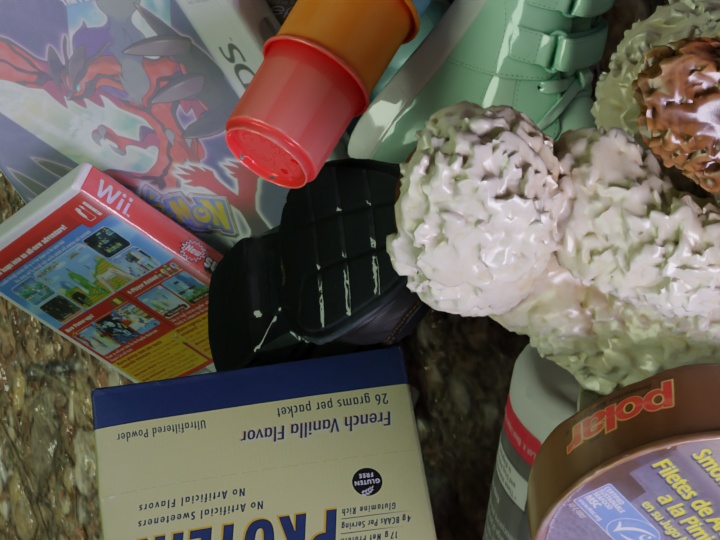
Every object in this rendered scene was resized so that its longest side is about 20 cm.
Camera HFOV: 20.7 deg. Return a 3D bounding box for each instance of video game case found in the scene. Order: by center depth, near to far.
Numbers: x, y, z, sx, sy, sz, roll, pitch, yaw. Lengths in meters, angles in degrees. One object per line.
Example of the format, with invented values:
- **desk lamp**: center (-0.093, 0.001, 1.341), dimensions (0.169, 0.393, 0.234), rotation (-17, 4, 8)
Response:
- **video game case**: center (-0.098, -0.067, 0.888), dimensions (0.199, 0.023, 0.183), rotation (-3, 133, 38)
- **video game case**: center (-0.086, 0.029, 0.969), dimensions (0.143, 0.199, 0.018), rotation (-26, 35, 54)

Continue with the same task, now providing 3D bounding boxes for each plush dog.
- **plush dog**: center (0.132, -0.030, 0.633), dimensions (0.161, 0.199, 0.172), rotation (54, 140, 10)

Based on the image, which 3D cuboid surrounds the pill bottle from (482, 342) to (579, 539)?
- **pill bottle**: center (0.097, 0.132, 0.769), dimensions (0.111, 0.110, 0.202), rotation (35, 124, 46)

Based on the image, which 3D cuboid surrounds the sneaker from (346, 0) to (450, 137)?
- **sneaker**: center (-0.007, -0.041, 0.915), dimensions (0.082, 0.073, 0.201), rotation (63, 142, 30)

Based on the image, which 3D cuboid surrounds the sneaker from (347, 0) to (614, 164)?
- **sneaker**: center (0.092, -0.080, 0.782), dimensions (0.118, 0.074, 0.201), rotation (45, 122, 13)

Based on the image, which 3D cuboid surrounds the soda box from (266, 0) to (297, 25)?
- **soda box**: center (-0.065, -0.196, 0.899), dimensions (0.064, 0.067, 0.202), rotation (124, 140, -54)

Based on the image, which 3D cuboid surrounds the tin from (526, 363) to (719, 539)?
- **tin**: center (0.134, 0.102, 0.654), dimensions (0.111, 0.200, 0.042), rotation (-25, 40, 26)

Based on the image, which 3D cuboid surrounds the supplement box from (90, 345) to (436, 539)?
- **supplement box**: center (-0.030, 0.174, 0.840), dimensions (0.201, 0.133, 0.201), rotation (87, 174, -59)

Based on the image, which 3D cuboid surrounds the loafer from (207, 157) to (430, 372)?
- **loafer**: center (0.000, 0.000, 0.826), dimensions (0.200, 0.072, 0.074), rotation (155, 114, -63)

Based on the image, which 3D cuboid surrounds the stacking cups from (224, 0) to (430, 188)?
- **stacking cups**: center (0.007, -0.125, 0.779), dimensions (0.060, 0.201, 0.061), rotation (28, 157, 13)
